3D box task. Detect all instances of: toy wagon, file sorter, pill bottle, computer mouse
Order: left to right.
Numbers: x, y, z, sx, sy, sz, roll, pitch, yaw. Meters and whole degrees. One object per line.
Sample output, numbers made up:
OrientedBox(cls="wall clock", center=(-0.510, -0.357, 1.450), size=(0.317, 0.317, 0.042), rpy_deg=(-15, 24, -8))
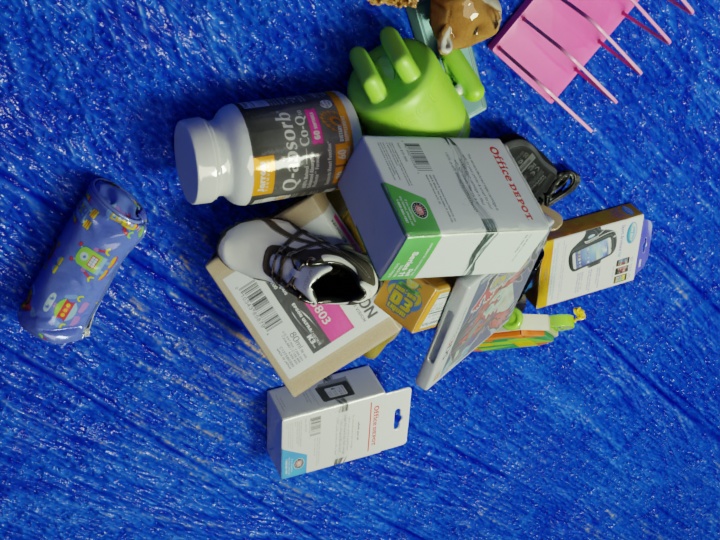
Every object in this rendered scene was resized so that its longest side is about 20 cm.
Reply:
OrientedBox(cls="pill bottle", center=(-0.105, -0.137, 1.334), size=(0.197, 0.117, 0.118), rpy_deg=(-12, 128, -22))
OrientedBox(cls="computer mouse", center=(0.206, -0.125, 1.569), size=(0.138, 0.053, 0.200), rpy_deg=(-44, 143, 7))
OrientedBox(cls="toy wagon", center=(0.219, 0.082, 1.646), size=(0.197, 0.040, 0.155), rpy_deg=(-7, 167, 20))
OrientedBox(cls="file sorter", center=(0.289, -0.294, 1.435), size=(0.138, 0.126, 0.201), rpy_deg=(31, 105, -40))

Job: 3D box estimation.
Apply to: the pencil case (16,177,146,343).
OrientedBox(cls="pencil case", center=(-0.316, -0.004, 1.336), size=(0.086, 0.078, 0.201), rpy_deg=(30, 108, -10))

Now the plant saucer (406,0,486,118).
OrientedBox(cls="plant saucer", center=(0.110, -0.262, 1.431), size=(0.069, 0.019, 0.201), rpy_deg=(-29, 133, -8))

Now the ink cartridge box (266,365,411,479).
OrientedBox(cls="ink cartridge box", center=(-0.032, 0.212, 1.665), size=(0.197, 0.067, 0.117), rpy_deg=(-12, 128, -21))

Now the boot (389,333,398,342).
OrientedBox(cls="boot", center=(0.104, 0.025, 1.606), size=(0.153, 0.072, 0.202), rpy_deg=(11, 117, -38))

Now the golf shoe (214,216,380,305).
OrientedBox(cls="golf shoe", center=(-0.073, -0.009, 1.331), size=(0.197, 0.095, 0.079), rpy_deg=(11, 105, 1))

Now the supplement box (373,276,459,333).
OrientedBox(cls="supplement box", center=(0.092, 0.022, 1.407), size=(0.069, 0.066, 0.199), rpy_deg=(-59, 159, 16))

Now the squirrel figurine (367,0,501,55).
OrientedBox(cls="squirrel figurine", center=(0.087, -0.341, 1.293), size=(0.197, 0.142, 0.189), rpy_deg=(1, 126, -11))

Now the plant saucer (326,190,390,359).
OrientedBox(cls="plant saucer", center=(0.000, 0.000, 1.491), size=(0.199, 0.049, 0.201), rpy_deg=(33, 104, -18))

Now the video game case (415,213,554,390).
OrientedBox(cls="video game case", center=(0.155, 0.038, 1.445), size=(0.199, 0.023, 0.184), rpy_deg=(-35, 153, -43))

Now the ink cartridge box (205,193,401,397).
OrientedBox(cls="ink cartridge box", center=(-0.067, 0.025, 1.425), size=(0.164, 0.075, 0.201), rpy_deg=(-32, 100, 11))

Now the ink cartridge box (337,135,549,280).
OrientedBox(cls="ink cartridge box", center=(0.094, -0.073, 1.320), size=(0.198, 0.148, 0.083), rpy_deg=(-2, 143, -30))

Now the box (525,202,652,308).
OrientedBox(cls="box", center=(0.339, -0.025, 1.722), size=(0.198, 0.042, 0.120), rpy_deg=(-16, 128, -21))

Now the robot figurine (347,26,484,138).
OrientedBox(cls="robot figurine", center=(0.059, -0.192, 1.383), size=(0.174, 0.116, 0.200), rpy_deg=(-32, 137, 8))

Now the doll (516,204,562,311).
OrientedBox(cls="doll", center=(0.220, -0.001, 1.596), size=(0.137, 0.048, 0.201), rpy_deg=(-47, 162, -28))
